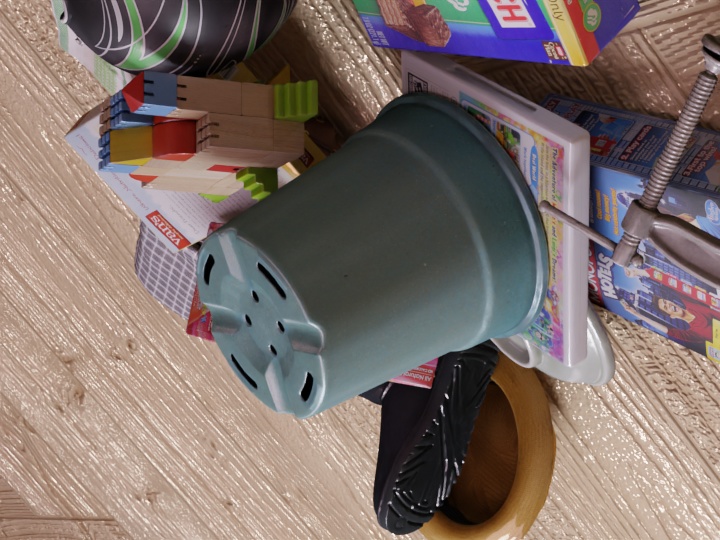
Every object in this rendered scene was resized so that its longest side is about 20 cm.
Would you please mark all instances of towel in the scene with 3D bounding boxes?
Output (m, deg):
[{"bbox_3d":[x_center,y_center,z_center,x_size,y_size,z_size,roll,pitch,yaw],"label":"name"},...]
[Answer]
[{"bbox_3d":[-0.126,0.005,1.899,0.200,0.086,0.166,37,153,8],"label":"towel"},{"bbox_3d":[-0.217,-0.192,1.721,0.200,0.031,0.150,48,161,32],"label":"towel"}]

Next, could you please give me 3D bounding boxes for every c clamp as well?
[{"bbox_3d":[0.229,-0.074,1.297,0.171,0.027,0.201,36,114,17],"label":"c clamp"}]

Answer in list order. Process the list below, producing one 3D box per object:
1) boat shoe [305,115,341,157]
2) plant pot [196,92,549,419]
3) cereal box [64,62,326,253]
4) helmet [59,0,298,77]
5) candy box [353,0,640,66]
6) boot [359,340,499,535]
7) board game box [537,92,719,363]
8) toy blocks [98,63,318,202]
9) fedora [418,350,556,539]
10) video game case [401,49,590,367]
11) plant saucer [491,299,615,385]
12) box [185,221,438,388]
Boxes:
[{"bbox_3d":[-0.052,-0.099,1.676,0.200,0.068,0.072,38,159,0],"label":"boat shoe"},{"bbox_3d":[0.000,0.000,1.433,0.200,0.196,0.201,35,141,35],"label":"plant pot"},{"bbox_3d":[-0.140,-0.102,1.640,0.144,0.040,0.200,48,140,-18],"label":"cereal box"},{"bbox_3d":[-0.136,-0.236,1.462,0.199,0.200,0.191,17,134,37],"label":"helmet"},{"bbox_3d":[0.069,-0.229,1.331,0.199,0.077,0.170,10,139,42],"label":"candy box"},{"bbox_3d":[0.021,0.118,1.762,0.168,0.201,0.076,21,179,43],"label":"boot"},{"bbox_3d":[0.208,-0.042,1.440,0.199,0.062,0.200,28,151,28],"label":"board game box"},{"bbox_3d":[-0.134,-0.101,1.477,0.136,0.101,0.200,4,169,-25],"label":"toy blocks"},{"bbox_3d":[0.120,0.162,1.768,0.082,0.202,0.200,14,175,-42],"label":"fedora"},{"bbox_3d":[0.099,-0.048,1.460,0.182,0.024,0.201,33,139,40],"label":"video game case"},{"bbox_3d":[0.123,0.023,1.585,0.200,0.050,0.200,50,169,14],"label":"plant saucer"},{"bbox_3d":[-0.033,0.029,1.643,0.199,0.100,0.095,14,179,-21],"label":"box"}]
